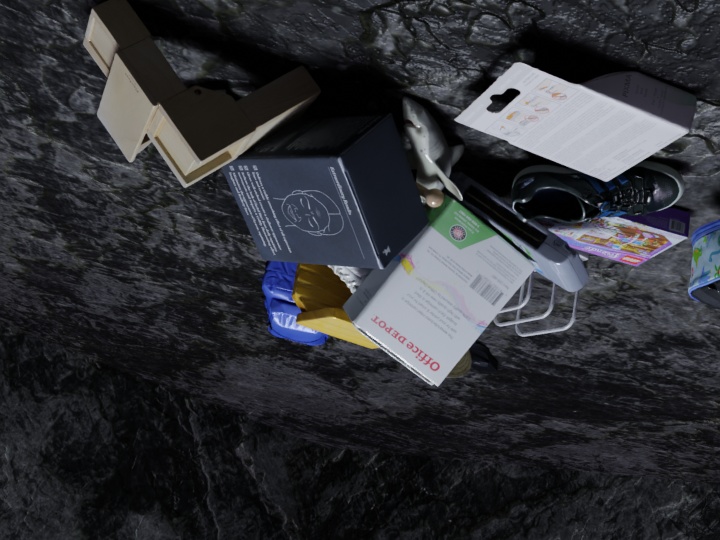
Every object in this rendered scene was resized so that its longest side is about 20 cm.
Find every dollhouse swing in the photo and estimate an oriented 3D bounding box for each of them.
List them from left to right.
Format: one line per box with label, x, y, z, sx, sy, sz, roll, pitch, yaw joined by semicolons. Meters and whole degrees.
dollhouse swing;0.029;-0.015;1.374;0.182;0.200;0.176;20;154;-23

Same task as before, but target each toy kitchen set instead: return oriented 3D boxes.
toy kitchen set;-0.196;-0.215;1.127;0.200;0.180;0.163;55;152;0

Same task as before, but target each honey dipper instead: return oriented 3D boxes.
honey dipper;0.016;-0.126;1.178;0.200;0.038;0.038;32;169;22

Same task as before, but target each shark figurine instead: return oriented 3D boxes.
shark figurine;0.087;-0.126;1.207;0.128;0.089;0.214;45;155;9

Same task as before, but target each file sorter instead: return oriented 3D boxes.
file sorter;0.210;0.004;1.429;0.200;0.125;0.139;23;159;-28

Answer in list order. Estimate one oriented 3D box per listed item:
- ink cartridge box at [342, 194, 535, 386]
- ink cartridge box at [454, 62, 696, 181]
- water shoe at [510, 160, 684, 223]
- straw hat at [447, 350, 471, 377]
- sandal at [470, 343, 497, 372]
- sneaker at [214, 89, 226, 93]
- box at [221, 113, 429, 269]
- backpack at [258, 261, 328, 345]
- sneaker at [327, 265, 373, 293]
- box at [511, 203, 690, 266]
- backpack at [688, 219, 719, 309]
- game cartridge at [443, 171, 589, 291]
ink cartridge box;0.096;0.023;1.231;0.145;0.200;0.088;38;-178;-16
ink cartridge box;0.223;-0.170;1.031;0.200;0.050;0.161;21;161;-12
water shoe;0.279;-0.081;1.148;0.200;0.079;0.072;-1;127;15
straw hat;0.111;0.064;1.485;0.201;0.201;0.085;21;121;-26
sandal;0.248;0.194;2.100;0.076;0.043;0.200;1;159;32
sneaker;-0.143;-0.168;1.248;0.088;0.075;0.200;-21;151;25
box;-0.044;-0.095;1.150;0.200;0.107;0.148;6;127;41
backpack;-0.099;0.042;1.687;0.162;0.168;0.200;19;166;0
sneaker;0.000;0.000;1.287;0.200;0.099;0.078;19;173;-2
box;0.311;-0.066;1.285;0.200;0.039;0.137;16;161;-9
backpack;0.499;-0.011;1.151;0.200;0.147;0.183;13;163;-13
game cartridge;0.197;-0.047;1.238;0.200;0.040;0.133;38;-177;29
